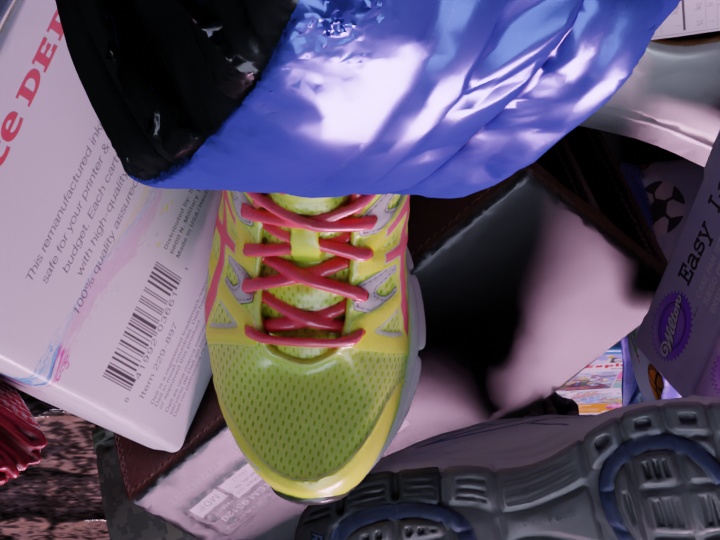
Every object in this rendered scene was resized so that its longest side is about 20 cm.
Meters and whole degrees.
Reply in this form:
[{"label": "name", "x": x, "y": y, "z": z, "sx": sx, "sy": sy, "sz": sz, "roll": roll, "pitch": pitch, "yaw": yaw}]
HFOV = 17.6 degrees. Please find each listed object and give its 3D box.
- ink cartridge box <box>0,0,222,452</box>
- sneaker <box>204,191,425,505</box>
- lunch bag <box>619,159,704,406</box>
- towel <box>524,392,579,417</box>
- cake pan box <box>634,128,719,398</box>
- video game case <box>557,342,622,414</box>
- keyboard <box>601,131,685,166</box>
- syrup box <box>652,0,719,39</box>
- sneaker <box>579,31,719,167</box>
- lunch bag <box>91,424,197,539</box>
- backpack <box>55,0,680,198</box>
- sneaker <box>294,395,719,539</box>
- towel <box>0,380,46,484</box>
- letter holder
[{"label": "ink cartridge box", "x": -0.109, "y": -0.039, "z": 0.788, "sx": 0.087, "sy": 0.146, "sz": 0.200, "roll": 20, "pitch": 172, "yaw": 26}, {"label": "sneaker", "x": -0.018, "y": -0.021, "z": 0.766, "sx": 0.077, "sy": 0.202, "sz": 0.090, "roll": 2, "pitch": -176, "yaw": 6}, {"label": "lunch bag", "x": 0.198, "y": 0.026, "z": 1.018, "sx": 0.169, "sy": 0.125, "sz": 0.200, "roll": -8, "pitch": 151, "yaw": 3}, {"label": "towel", "x": 0.025, "y": 0.131, "z": 0.962, "sx": 0.200, "sy": 0.086, "sz": 0.166, "roll": -48, "pitch": -178, "yaw": 5}, {"label": "cake pan box", "x": 0.215, "y": -0.027, "z": 0.838, "sx": 0.183, "sy": 0.052, "sz": 0.201, "roll": 13, "pitch": 112, "yaw": -22}, {"label": "video game case", "x": 0.166, "y": 0.071, "z": 1.328, "sx": 0.142, "sy": 0.018, "sz": 0.200, "roll": 0, "pitch": 159, "yaw": -9}, {"label": "keyboard", "x": 0.156, "y": -0.054, "z": 1.001, "sx": 0.198, "sy": 0.021, "sz": 0.127, "roll": -8, "pitch": 157, "yaw": 11}, {"label": "syrup box", "x": 0.108, "y": -0.125, "z": 0.720, "sx": 0.198, "sy": 0.079, "sz": 0.082, "roll": -7, "pitch": 159, "yaw": 8}, {"label": "sneaker", "x": 0.143, "y": -0.082, "z": 0.848, "sx": 0.199, "sy": 0.073, "sz": 0.085, "roll": 5, "pitch": 148, "yaw": -35}, {"label": "lunch bag", "x": -0.031, "y": 0.093, "z": 1.136, "sx": 0.199, "sy": 0.169, "sz": 0.139, "roll": -18, "pitch": 155, "yaw": 33}, {"label": "backpack", "x": 0.013, "y": -0.120, "z": 0.547, "sx": 0.166, "sy": 0.202, "sz": 0.163, "roll": 4, "pitch": 157, "yaw": -20}, {"label": "sneaker", "x": 0.077, "y": 0.074, "z": 0.826, "sx": 0.198, "sy": 0.075, "sz": 0.087, "roll": -6, "pitch": -166, "yaw": 9}, {"label": "towel", "x": -0.183, "y": 0.021, "z": 0.840, "sx": 0.144, "sy": 0.023, "sz": 0.200, "roll": 34, "pitch": 176, "yaw": -12}, {"label": "letter holder", "x": 0.000, "y": 0.000, "z": 0.904, "sx": 0.200, "sy": 0.143, "sz": 0.100, "roll": -40, "pitch": 132, "yaw": 19}]
